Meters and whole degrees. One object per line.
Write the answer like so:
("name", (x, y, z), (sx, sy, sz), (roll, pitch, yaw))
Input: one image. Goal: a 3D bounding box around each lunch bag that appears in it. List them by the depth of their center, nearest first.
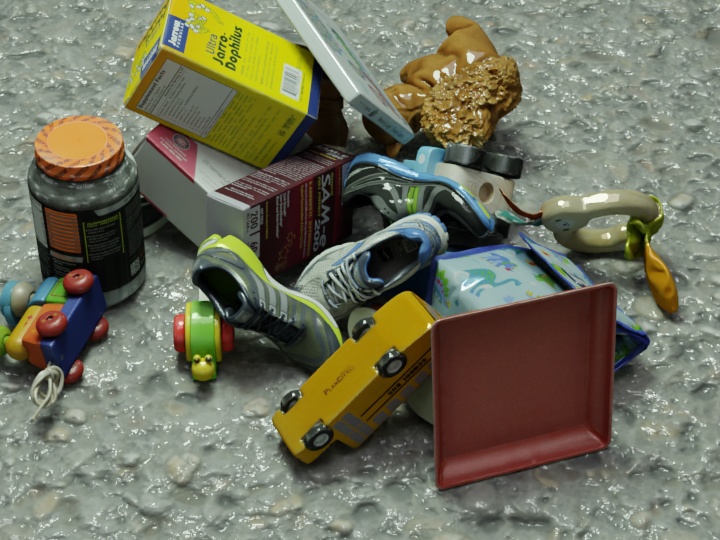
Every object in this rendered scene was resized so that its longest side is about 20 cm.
("lunch bag", (0.193, 0.050, 1.634), (0.199, 0.128, 0.170), (-9, 39, -30))

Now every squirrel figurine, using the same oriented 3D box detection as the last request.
("squirrel figurine", (0.099, -0.217, 1.896), (0.186, 0.142, 0.200), (-24, 26, -16))

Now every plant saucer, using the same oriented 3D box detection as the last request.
("plant saucer", (0.160, 0.110, 1.506), (0.199, 0.201, 0.037), (-12, 30, -15))

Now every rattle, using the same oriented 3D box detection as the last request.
("rattle", (0.256, -0.021, 1.728), (0.199, 0.130, 0.143), (4, 80, -23))

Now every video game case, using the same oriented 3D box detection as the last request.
("video game case", (-0.024, -0.252, 1.786), (0.024, 0.182, 0.200), (-38, 68, 11))

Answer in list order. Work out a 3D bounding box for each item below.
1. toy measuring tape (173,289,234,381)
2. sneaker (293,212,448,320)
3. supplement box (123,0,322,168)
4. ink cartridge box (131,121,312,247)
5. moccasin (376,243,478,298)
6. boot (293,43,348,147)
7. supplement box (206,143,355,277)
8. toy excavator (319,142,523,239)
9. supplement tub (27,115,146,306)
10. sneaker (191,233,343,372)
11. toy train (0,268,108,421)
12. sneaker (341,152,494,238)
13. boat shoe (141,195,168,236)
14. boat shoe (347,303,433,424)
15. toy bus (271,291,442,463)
("toy measuring tape", (-0.173, 0.041, 1.661), (0.073, 0.074, 0.200), (-1, 42, -3))
("sneaker", (0.000, 0.000, 1.642), (0.200, 0.077, 0.085), (-32, 3, 16))
("supplement box", (-0.157, -0.219, 1.730), (0.200, 0.109, 0.110), (23, 45, -21))
("ink cartridge box", (-0.171, -0.138, 1.800), (0.145, 0.084, 0.200), (42, 42, -3))
("moccasin", (0.051, -0.014, 1.726), (0.199, 0.081, 0.068), (0, 37, -3))
("boot", (-0.091, -0.220, 1.895), (0.200, 0.155, 0.074), (29, 48, 27))
("supplement box", (-0.090, -0.063, 1.722), (0.061, 0.109, 0.200), (22, 34, 31))
("toy excavator", (0.067, -0.108, 1.811), (0.194, 0.100, 0.200), (11, 0, -39))
("supplement tub", (-0.307, -0.066, 1.678), (0.122, 0.200, 0.123), (2, 41, -1))
("sneaker", (-0.107, 0.047, 1.610), (0.200, 0.074, 0.081), (37, 26, 0))
("toy train", (-0.361, 0.082, 1.605), (0.115, 0.085, 0.200), (4, 40, 18))
("sneaker", (0.065, -0.071, 1.703), (0.199, 0.071, 0.083), (20, 79, 29))
("boat shoe", (-0.231, -0.114, 1.840), (0.075, 0.060, 0.200), (21, 45, 20))
("boat shoe", (0.067, 0.100, 1.607), (0.062, 0.071, 0.200), (0, 30, -43))
("toy bus", (0.004, 0.114, 1.537), (0.200, 0.078, 0.065), (-46, 50, 7))
